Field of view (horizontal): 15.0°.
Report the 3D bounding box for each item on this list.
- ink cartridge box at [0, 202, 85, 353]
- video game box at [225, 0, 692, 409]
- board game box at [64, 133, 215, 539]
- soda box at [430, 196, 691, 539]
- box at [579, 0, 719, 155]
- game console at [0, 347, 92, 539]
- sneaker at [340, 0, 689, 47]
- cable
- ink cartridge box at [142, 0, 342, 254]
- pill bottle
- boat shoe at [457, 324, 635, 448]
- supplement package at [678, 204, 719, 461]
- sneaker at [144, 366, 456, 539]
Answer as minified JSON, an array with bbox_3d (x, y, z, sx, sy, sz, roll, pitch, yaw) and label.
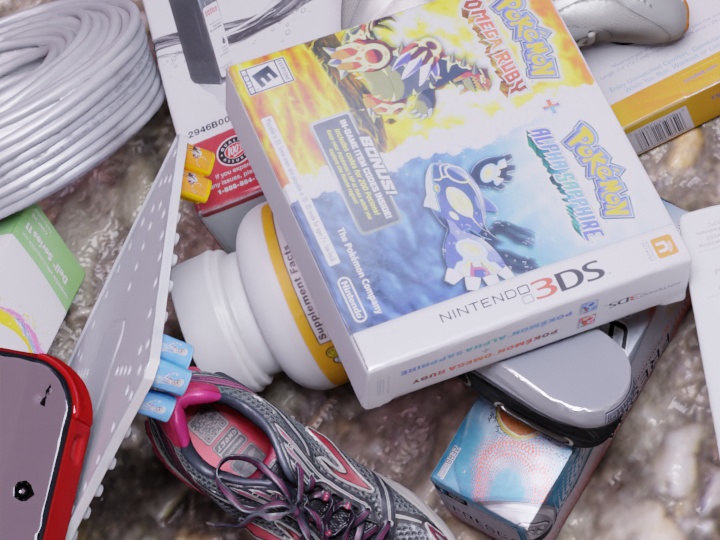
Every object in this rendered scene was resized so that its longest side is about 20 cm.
[{"bbox_3d":[-0.248,0.052,1.560,0.117,0.067,0.200,-15,33,27],"label":"ink cartridge box"},{"bbox_3d":[0.048,-0.046,1.418,0.182,0.047,0.200,-18,62,-15],"label":"video game box"},{"bbox_3d":[-0.130,0.058,1.487,0.026,0.200,0.200,19,38,-13],"label":"board game box"},{"bbox_3d":[0.117,0.052,1.485,0.063,0.068,0.200,26,77,19],"label":"soda box"},{"bbox_3d":[0.168,-0.174,1.597,0.119,0.041,0.200,-26,57,6],"label":"box"},{"bbox_3d":[-0.239,0.129,1.416,0.176,0.031,0.201,9,75,12],"label":"game console"},{"bbox_3d":[0.083,-0.130,1.532,0.199,0.076,0.092,5,76,2],"label":"sneaker"},{"bbox_3d":[-0.211,-0.090,1.623,0.200,0.069,0.200,-7,29,37],"label":"cable"},{"bbox_3d":[-0.040,-0.123,1.619,0.144,0.084,0.201,-21,60,8],"label":"ink cartridge box"},{"bbox_3d":[0.000,0.000,1.529,0.199,0.113,0.113,-22,60,8],"label":"pill bottle"},{"bbox_3d":[0.054,0.027,1.434,0.200,0.057,0.069,36,64,18],"label":"boat shoe"},{"bbox_3d":[0.244,0.069,1.407,0.117,0.117,0.201,-13,61,13],"label":"supplement package"},{"bbox_3d":[-0.032,0.127,1.470,0.200,0.075,0.081,33,84,-3],"label":"sneaker"}]
